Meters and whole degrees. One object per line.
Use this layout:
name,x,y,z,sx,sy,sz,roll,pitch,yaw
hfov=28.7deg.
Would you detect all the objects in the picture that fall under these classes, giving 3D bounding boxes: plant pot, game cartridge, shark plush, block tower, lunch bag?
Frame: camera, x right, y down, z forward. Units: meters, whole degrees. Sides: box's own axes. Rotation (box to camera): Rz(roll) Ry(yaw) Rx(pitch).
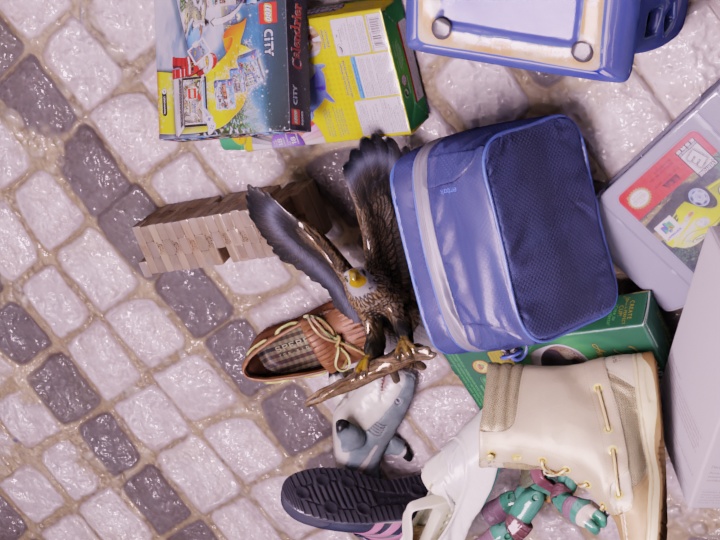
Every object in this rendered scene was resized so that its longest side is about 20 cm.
plant pot,0.135,-0.252,1.025,0.199,0.180,0.201,13,124,19
game cartridge,0.284,-0.057,1.156,0.133,0.041,0.200,40,128,-4
shark plush,0.016,0.188,1.420,0.083,0.091,0.201,-5,115,-5
block tower,-0.130,-0.041,1.364,0.199,0.054,0.058,-10,112,30
lunch bag,0.116,-0.021,1.175,0.132,0.135,0.201,-8,97,49

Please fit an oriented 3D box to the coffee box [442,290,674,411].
coffee box,0.187,0.085,1.265,0.199,0.044,0.123,-11,130,32

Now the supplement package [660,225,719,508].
supplement package,0.326,0.080,1.128,0.119,0.122,0.201,1,128,-8

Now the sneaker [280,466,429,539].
sneaker,0.003,0.247,1.400,0.199,0.070,0.082,10,134,-26

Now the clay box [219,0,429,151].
clay box,-0.048,-0.172,1.248,0.199,0.048,0.115,-2,116,29

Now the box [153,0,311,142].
box,-0.112,-0.215,1.210,0.136,0.038,0.201,-1,92,28

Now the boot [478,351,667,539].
boot,0.176,0.170,1.173,0.154,0.073,0.201,-3,79,12

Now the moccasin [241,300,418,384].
moccasin,-0.031,0.065,1.359,0.200,0.078,0.074,-13,108,30

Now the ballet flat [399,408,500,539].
ballet flat,0.080,0.214,1.326,0.069,0.069,0.201,25,122,12

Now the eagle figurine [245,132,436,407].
eagle figurine,0.001,-0.002,1.239,0.151,0.151,0.201,-46,60,62

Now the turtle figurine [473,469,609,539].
turtle figurine,0.189,0.194,1.286,0.200,0.150,0.101,-43,80,27
